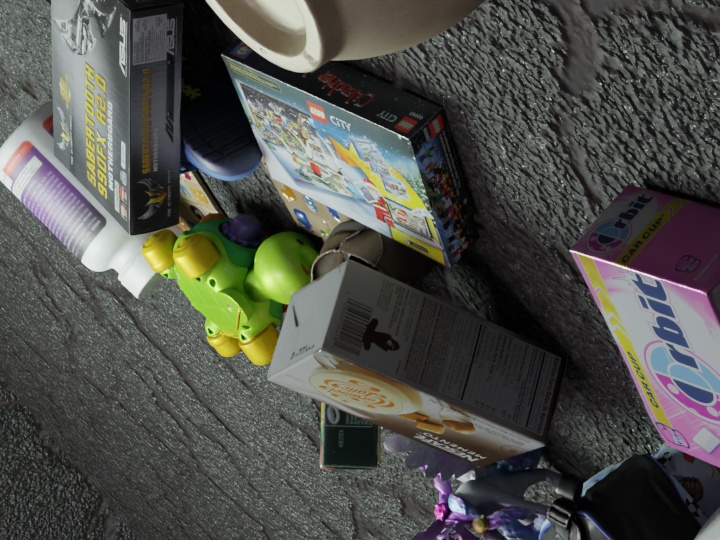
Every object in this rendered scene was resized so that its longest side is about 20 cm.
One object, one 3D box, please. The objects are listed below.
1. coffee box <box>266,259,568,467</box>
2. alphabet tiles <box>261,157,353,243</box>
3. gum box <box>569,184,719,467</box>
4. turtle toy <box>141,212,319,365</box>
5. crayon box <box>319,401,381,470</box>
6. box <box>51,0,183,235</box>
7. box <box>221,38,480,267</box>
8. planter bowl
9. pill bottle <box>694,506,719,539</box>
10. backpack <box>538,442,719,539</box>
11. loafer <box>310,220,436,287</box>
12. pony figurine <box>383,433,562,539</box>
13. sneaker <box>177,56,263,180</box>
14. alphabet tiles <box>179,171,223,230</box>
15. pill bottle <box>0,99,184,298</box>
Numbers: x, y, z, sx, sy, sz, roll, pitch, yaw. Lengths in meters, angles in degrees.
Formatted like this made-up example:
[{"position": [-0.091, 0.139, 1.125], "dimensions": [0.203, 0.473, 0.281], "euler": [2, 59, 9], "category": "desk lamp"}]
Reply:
[{"position": [0.044, 0.076, 1.378], "dimensions": [0.199, 0.080, 0.114], "euler": [24, 157, -19], "category": "coffee box"}, {"position": [-0.027, -0.064, 1.493], "dimensions": [0.167, 0.008, 0.200], "euler": [23, 151, 47], "category": "alphabet tiles"}, {"position": [0.226, 0.049, 1.112], "dimensions": [0.113, 0.066, 0.200], "euler": [20, 148, 49], "category": "gum box"}, {"position": [-0.106, 0.005, 1.646], "dimensions": [0.146, 0.101, 0.200], "euler": [54, 158, -21], "category": "turtle toy"}, {"position": [-0.006, 0.111, 1.547], "dimensions": [0.051, 0.128, 0.200], "euler": [1, 174, 2], "category": "crayon box"}, {"position": [-0.202, -0.153, 1.446], "dimensions": [0.158, 0.048, 0.201], "euler": [42, 136, 45], "category": "box"}, {"position": [-0.008, -0.095, 1.332], "dimensions": [0.200, 0.038, 0.137], "euler": [28, 151, 36], "category": "box"}, {"position": [-0.022, -0.201, 1.024], "dimensions": [0.200, 0.135, 0.200], "euler": [40, 160, 17], "category": "planter bowl"}, {"position": [0.326, 0.234, 1.204], "dimensions": [0.200, 0.112, 0.112], "euler": [45, 160, 3], "category": "pill bottle"}, {"position": [0.223, 0.225, 1.340], "dimensions": [0.200, 0.154, 0.191], "euler": [56, 158, 6], "category": "backpack"}, {"position": [0.000, 0.000, 1.442], "dimensions": [0.073, 0.071, 0.200], "euler": [44, 156, -5], "category": "loafer"}, {"position": [0.100, 0.199, 1.516], "dimensions": [0.200, 0.193, 0.167], "euler": [27, 110, 25], "category": "pony figurine"}, {"position": [-0.138, -0.117, 1.486], "dimensions": [0.200, 0.074, 0.083], "euler": [42, 146, 47], "category": "sneaker"}, {"position": [-0.206, -0.094, 1.795], "dimensions": [0.200, 0.006, 0.167], "euler": [21, 148, 50], "category": "alphabet tiles"}, {"position": [-0.267, -0.071, 1.787], "dimensions": [0.200, 0.111, 0.111], "euler": [45, 160, 4], "category": "pill bottle"}]
